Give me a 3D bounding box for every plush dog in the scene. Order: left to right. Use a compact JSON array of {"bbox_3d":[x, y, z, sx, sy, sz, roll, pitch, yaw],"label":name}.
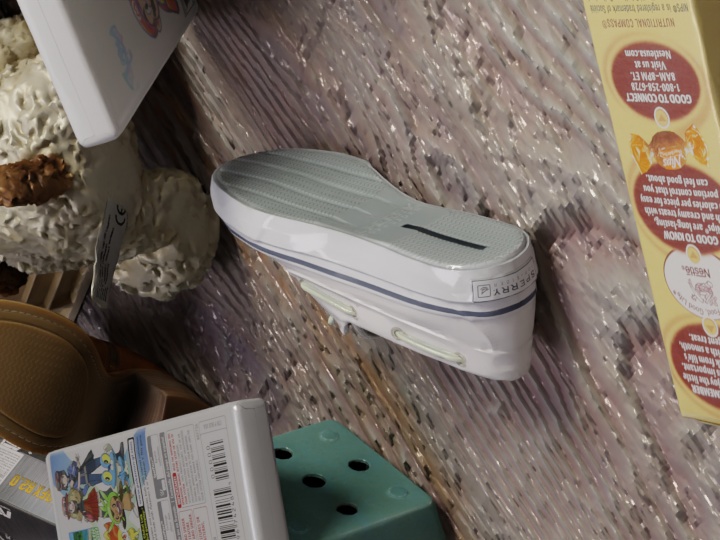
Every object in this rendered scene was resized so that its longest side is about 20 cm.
[{"bbox_3d":[-0.191,-0.056,1.124,0.171,0.160,0.201,-4,110,35],"label":"plush dog"}]

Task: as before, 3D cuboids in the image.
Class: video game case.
[{"bbox_3d":[-0.134,-0.178,0.972,0.182,0.024,0.201,-73,-35,-65],"label":"video game case"},{"bbox_3d":[-0.087,0.175,1.051,0.182,0.022,0.202,-18,80,50],"label":"video game case"}]

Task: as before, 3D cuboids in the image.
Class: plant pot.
[{"bbox_3d":[-0.031,0.192,1.102,0.141,0.141,0.201,36,131,43],"label":"plant pot"}]

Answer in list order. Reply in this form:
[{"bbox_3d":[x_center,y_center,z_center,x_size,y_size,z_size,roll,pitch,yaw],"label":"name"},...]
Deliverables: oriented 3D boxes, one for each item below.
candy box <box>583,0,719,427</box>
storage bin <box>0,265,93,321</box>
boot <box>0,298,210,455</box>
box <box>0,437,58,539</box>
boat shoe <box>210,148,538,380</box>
[{"bbox_3d":[0.132,-0.065,0.644,0.055,0.115,0.201,12,121,57],"label":"candy box"},{"bbox_3d":[-0.248,-0.069,1.323,0.201,0.093,0.199,59,151,15],"label":"storage bin"},{"bbox_3d":[-0.191,0.051,1.243,0.155,0.199,0.077,21,93,50],"label":"boot"},{"bbox_3d":[-0.134,0.176,1.254,0.199,0.048,0.159,19,147,33],"label":"box"},{"bbox_3d":[0.000,0.000,0.964,0.200,0.073,0.067,26,130,50],"label":"boat shoe"}]
